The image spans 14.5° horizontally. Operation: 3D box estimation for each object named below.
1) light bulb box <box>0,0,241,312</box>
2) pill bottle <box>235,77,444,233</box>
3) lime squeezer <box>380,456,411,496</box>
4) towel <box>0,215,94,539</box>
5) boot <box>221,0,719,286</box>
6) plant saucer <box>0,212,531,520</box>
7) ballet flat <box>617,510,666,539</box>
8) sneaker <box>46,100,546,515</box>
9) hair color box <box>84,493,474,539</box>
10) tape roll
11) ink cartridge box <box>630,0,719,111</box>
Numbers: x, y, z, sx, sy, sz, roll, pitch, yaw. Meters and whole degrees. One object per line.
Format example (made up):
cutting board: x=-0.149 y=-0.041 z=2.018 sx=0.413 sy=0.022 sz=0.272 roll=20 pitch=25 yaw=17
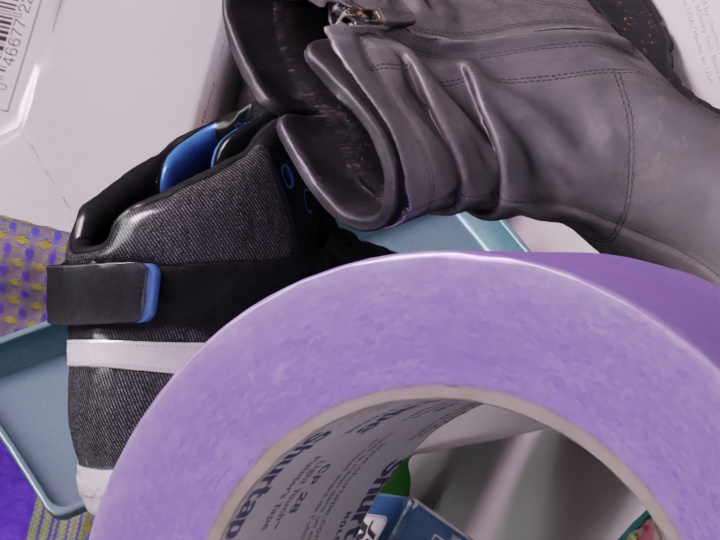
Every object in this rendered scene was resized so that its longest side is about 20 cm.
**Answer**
light bulb box: x=-0.109 y=-0.052 z=1.100 sx=0.200 sy=0.125 sz=0.199 roll=89 pitch=-165 yaw=-72
pill bottle: x=0.014 y=-0.087 z=1.064 sx=0.106 sy=0.106 sz=0.200 roll=-32 pitch=34 yaw=44
lime squeezer: x=-0.014 y=0.073 z=1.007 sx=0.200 sy=0.038 sz=0.071 roll=-40 pitch=30 yaw=37
towel: x=-0.118 y=0.052 z=0.980 sx=0.023 sy=0.200 sz=0.144 roll=-66 pitch=-6 yaw=-68
boot: x=0.051 y=-0.021 z=0.779 sx=0.200 sy=0.131 sz=0.070 roll=47 pitch=129 yaw=34
plant saucer: x=-0.030 y=0.024 z=0.928 sx=0.070 sy=0.200 sz=0.019 roll=52 pitch=149 yaw=29
ballet flat: x=0.129 y=0.058 z=0.723 sx=0.200 sy=0.076 sz=0.064 roll=-48 pitch=45 yaw=28
sneaker: x=0.000 y=0.000 z=0.856 sx=0.073 sy=0.200 sz=0.112 roll=2 pitch=102 yaw=54
hair color box: x=-0.008 y=0.112 z=0.873 sx=0.061 sy=0.100 sz=0.200 roll=-61 pitch=24 yaw=-14
tape roll: x=0.036 y=0.094 z=0.691 sx=0.200 sy=0.200 sz=0.085 roll=-50 pitch=-19 yaw=17
ink cartridge box: x=0.149 y=-0.096 z=0.807 sx=0.200 sy=0.067 sz=0.117 roll=-27 pitch=74 yaw=48
